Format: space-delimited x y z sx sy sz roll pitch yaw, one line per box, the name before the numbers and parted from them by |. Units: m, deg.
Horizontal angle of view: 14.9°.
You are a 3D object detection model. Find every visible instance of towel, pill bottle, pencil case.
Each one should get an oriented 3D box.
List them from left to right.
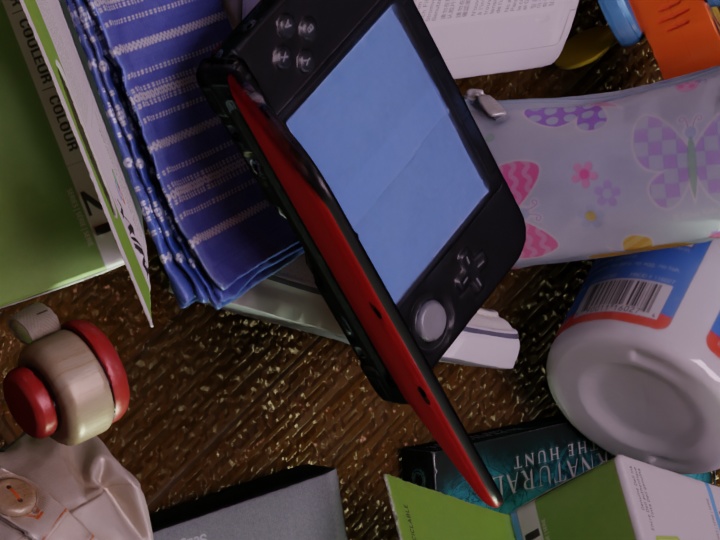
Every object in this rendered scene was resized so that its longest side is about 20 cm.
towel | -0.077 -0.088 1.196 0.200 0.024 0.145 70 22 -5
pencil case | 0.132 -0.053 1.349 0.083 0.200 0.091 21 63 -75
pill bottle | 0.183 -0.001 1.437 0.112 0.112 0.200 53 51 -28

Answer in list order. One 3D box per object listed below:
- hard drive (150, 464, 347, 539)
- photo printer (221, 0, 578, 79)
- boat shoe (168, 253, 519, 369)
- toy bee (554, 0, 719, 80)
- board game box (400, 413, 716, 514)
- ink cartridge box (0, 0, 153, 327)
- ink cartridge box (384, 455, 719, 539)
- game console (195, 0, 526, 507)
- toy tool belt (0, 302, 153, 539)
hard drive | -0.058 0.205 1.308 0.140 0.033 0.200 -16 102 -38
photo printer | 0.024 -0.166 1.302 0.200 0.069 0.166 -12 126 -38
boat shoe | 0.000 0.000 1.326 0.200 0.071 0.070 16 85 -32
toy bee | 0.162 -0.159 1.421 0.109 0.131 0.200 -38 125 -75
board game box | 0.109 0.143 1.445 0.200 0.028 0.135 -10 98 -38
ink cartridge box | -0.144 -0.059 1.112 0.076 0.200 0.148 -20 107 0
ink cartridge box | 0.114 0.167 1.315 0.200 0.076 0.148 22 46 -47
game console | 0.027 -0.028 1.199 0.172 0.119 0.200 -50 128 -30
toy tool belt | -0.154 0.122 1.153 0.123 0.125 0.200 -26 138 -29
